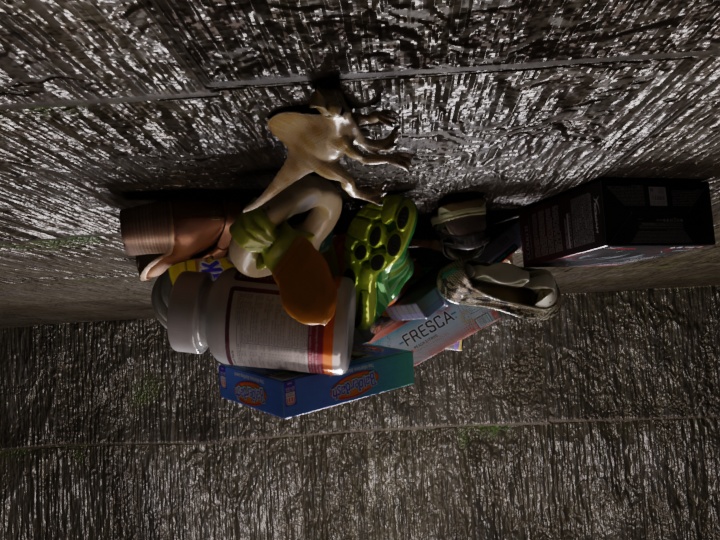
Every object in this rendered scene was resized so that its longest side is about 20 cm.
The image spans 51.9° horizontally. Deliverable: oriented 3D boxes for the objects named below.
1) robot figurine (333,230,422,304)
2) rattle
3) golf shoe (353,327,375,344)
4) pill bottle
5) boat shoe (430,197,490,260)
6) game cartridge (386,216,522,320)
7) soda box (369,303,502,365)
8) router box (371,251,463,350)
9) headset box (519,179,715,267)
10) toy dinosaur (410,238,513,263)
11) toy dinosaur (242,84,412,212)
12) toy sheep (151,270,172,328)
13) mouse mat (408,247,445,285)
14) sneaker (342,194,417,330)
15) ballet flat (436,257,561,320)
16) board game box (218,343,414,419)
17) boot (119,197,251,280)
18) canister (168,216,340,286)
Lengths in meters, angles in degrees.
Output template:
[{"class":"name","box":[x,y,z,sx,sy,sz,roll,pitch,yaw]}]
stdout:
[{"class":"robot figurine","box":[-0.002,0.001,1.030,0.143,0.117,0.200,40,160,-14]},{"class":"rattle","box":[-0.040,-0.004,0.746,0.142,0.131,0.200,35,168,18]},{"class":"golf shoe","box":[-0.073,0.074,1.005,0.198,0.098,0.079,20,157,35]},{"class":"pill bottle","box":[-0.107,0.054,0.833,0.196,0.112,0.110,5,175,5]},{"class":"boat shoe","box":[0.124,-0.043,0.922,0.072,0.066,0.200,-5,175,8]},{"class":"game cartridge","box":[0.133,0.000,0.999,0.199,0.039,0.129,-37,-169,-17]},{"class":"soda box","box":[0.103,0.075,1.040,0.199,0.064,0.068,-32,-172,22]},{"class":"router box","box":[0.095,0.041,1.178,0.155,0.053,0.201,5,-148,10]},{"class":"headset box","box":[0.296,-0.050,0.897,0.146,0.079,0.200,-1,172,-18]},{"class":"toy dinosaur","box":[0.132,-0.038,1.125,0.196,0.061,0.106,4,163,5]},{"class":"toy dinosaur","box":[-0.024,-0.090,0.548,0.100,0.059,0.200,15,161,-17]},{"class":"toy sheep","box":[-0.302,0.053,1.292,0.136,0.140,0.200,-1,165,-23]},{"class":"mouse mat","box":[0.082,0.004,1.181,0.196,0.008,0.162,-5,-148,-4]},{"class":"sneaker","box":[0.024,-0.018,0.874,0.083,0.074,0.201,-37,158,-40]},{"class":"ballet flat","box":[0.190,0.020,0.910,0.197,0.069,0.075,9,154,-26]},{"class":"board game box","box":[-0.054,0.129,0.923,0.198,0.046,0.151,-8,-173,-38]},{"class":"boot","box":[-0.177,-0.041,0.829,0.153,0.078,0.200,-6,167,-11]},{"class":"canister","box":[-0.129,0.012,0.939,0.197,0.151,0.087,-7,-164,19]}]
